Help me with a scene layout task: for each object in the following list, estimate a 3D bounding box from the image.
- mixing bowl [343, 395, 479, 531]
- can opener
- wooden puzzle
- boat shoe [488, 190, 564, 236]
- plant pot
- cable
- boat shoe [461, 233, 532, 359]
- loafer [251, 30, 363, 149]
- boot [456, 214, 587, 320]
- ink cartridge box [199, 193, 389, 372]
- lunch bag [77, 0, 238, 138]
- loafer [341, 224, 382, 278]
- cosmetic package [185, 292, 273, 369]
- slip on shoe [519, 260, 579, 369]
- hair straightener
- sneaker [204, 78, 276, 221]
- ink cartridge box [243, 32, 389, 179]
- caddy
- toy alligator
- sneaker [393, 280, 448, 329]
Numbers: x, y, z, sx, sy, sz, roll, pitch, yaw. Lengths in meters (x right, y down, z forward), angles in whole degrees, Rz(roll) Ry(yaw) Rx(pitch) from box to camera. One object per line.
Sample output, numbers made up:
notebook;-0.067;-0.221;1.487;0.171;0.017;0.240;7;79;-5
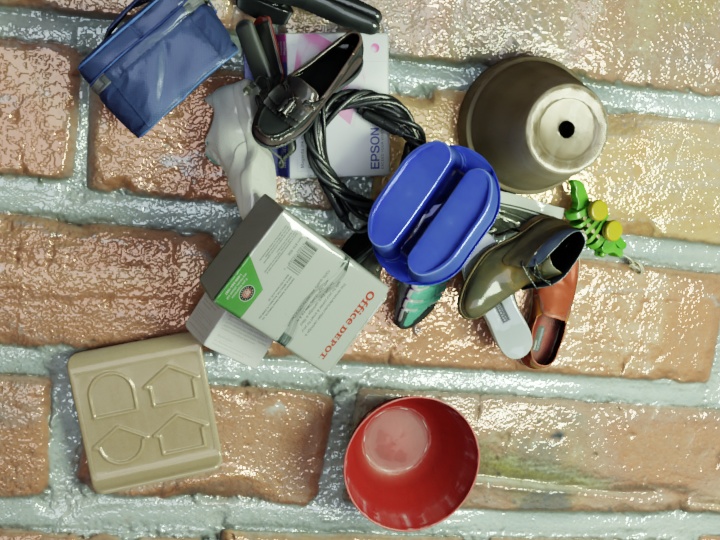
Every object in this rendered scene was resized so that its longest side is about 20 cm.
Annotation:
mixing bowl;0.063;0.264;1.425;0.199;0.108;0.201;-2;101;-12
can opener;-0.065;-0.365;1.314;0.199;0.079;0.064;12;53;-9
wooden puzzle;-0.301;0.197;1.377;0.184;0.046;0.201;-11;97;-10
boat shoe;0.199;-0.082;1.408;0.199;0.071;0.064;13;94;-15
plant pot;0.251;-0.197;1.346;0.199;0.174;0.201;-2;101;-10
cable;0.012;-0.160;1.327;0.163;0.051;0.201;-29;106;-3
boat shoe;0.196;0.032;1.431;0.070;0.066;0.201;-27;103;0
loafer;-0.067;-0.239;1.257;0.072;0.063;0.200;40;66;7
boot;0.222;-0.003;1.342;0.200;0.097;0.075;-45;112;-12
ink cartridge box;-0.084;0.020;1.273;0.200;0.083;0.147;37;92;-31
lunch bag;-0.256;-0.282;1.248;0.200;0.136;0.132;-42;105;-2
loafer;0.000;0.000;1.390;0.200;0.073;0.072;-42;115;8
cosmetic package;-0.141;0.024;1.345;0.102;0.074;0.201;32;91;-41
slip on shoe;0.286;0.054;1.456;0.074;0.061;0.201;14;96;-11
hair straightener;-0.132;-0.233;1.293;0.077;0.041;0.201;-23;107;-47
sneaker;-0.168;-0.151;1.311;0.088;0.075;0.201;-11;77;18
ink cartridge box;-0.059;-0.227;1.347;0.199;0.043;0.198;-4;101;-12
caddy;0.097;-0.075;1.292;0.141;0.105;0.200;36;93;10
toy alligator;0.354;-0.048;1.447;0.054;0.059;0.200;-46;114;-12
sneaker;0.085;-0.015;1.413;0.074;0.087;0.201;-3;125;-49
